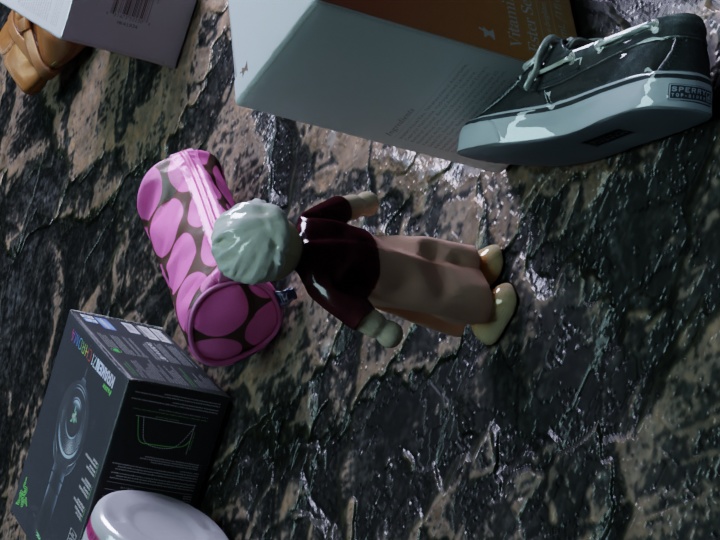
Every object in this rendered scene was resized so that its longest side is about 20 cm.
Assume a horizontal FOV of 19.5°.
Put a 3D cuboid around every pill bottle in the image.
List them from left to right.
[{"bbox_3d":[-0.182,0.280,1.606,0.201,0.113,0.113,-67,29,17],"label":"pill bottle"}]

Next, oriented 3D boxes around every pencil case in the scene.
[{"bbox_3d":[-0.120,-0.018,1.649,0.200,0.090,0.094,-120,15,-50],"label":"pencil case"}]

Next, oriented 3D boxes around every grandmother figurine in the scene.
[{"bbox_3d":[0.000,0.000,1.296,0.061,0.199,0.122,-60,32,29],"label":"grandmother figurine"}]

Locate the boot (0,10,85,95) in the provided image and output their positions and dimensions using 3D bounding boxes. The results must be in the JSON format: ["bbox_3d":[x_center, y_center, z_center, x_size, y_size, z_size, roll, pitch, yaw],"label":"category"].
[{"bbox_3d":[-0.320,-0.292,2.147,0.155,0.076,0.201,-46,53,36],"label":"boot"}]

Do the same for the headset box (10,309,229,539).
[{"bbox_3d":[-0.203,0.158,1.719,0.174,0.092,0.201,38,113,60],"label":"headset box"}]

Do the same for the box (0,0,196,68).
[{"bbox_3d":[-0.251,-0.269,1.928,0.200,0.124,0.098,33,108,52],"label":"box"}]

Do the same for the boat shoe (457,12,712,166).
[{"bbox_3d":[0.129,-0.108,1.237,0.199,0.073,0.068,-17,68,58],"label":"boat shoe"}]

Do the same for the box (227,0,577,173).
[{"bbox_3d":[0.025,-0.170,1.323,0.106,0.199,0.153,-46,42,44],"label":"box"}]
